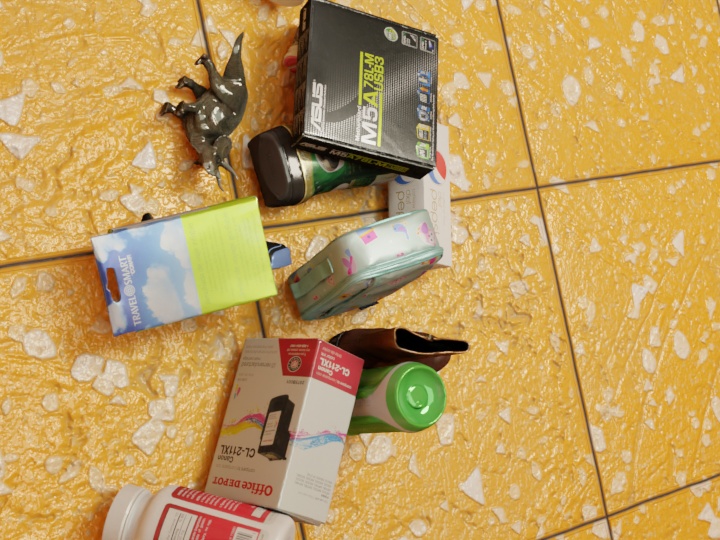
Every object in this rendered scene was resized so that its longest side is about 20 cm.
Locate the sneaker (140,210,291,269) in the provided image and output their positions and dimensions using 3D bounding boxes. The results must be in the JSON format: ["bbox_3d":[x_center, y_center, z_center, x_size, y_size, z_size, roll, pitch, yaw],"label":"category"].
[{"bbox_3d":[-0.177,-0.035,1.303,0.198,0.070,0.079,-2,90,-28],"label":"sneaker"}]

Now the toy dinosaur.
[{"bbox_3d":[-0.186,-0.206,1.339,0.102,0.077,0.202,35,61,-32],"label":"toy dinosaur"}]

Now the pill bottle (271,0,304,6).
[{"bbox_3d":[-0.075,-0.458,1.411,0.112,0.112,0.202,31,69,-21],"label":"pill bottle"}]

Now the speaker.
[{"bbox_3d":[0.024,0.161,1.307,0.088,0.199,0.090,5,79,-28],"label":"speaker"}]

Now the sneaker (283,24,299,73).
[{"bbox_3d":[-0.006,-0.296,1.442,0.198,0.074,0.089,13,82,-22],"label":"sneaker"}]

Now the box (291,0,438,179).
[{"bbox_3d":[0.009,-0.235,1.366,0.191,0.047,0.202,13,69,-26],"label":"box"}]

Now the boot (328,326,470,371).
[{"bbox_3d":[0.078,0.095,1.349,0.186,0.199,0.069,15,74,-26],"label":"boot"}]

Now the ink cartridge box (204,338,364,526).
[{"bbox_3d":[-0.091,0.189,1.261,0.082,0.145,0.202,29,67,-40],"label":"ink cartridge box"}]

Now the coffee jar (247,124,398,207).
[{"bbox_3d":[-0.047,-0.149,1.387,0.198,0.085,0.105,-16,88,-31],"label":"coffee jar"}]

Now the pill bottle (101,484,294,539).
[{"bbox_3d":[-0.181,0.306,1.178,0.198,0.112,0.113,13,72,9],"label":"pill bottle"}]

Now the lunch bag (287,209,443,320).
[{"bbox_3d":[0.000,0.000,1.327,0.159,0.200,0.078,-20,80,-31],"label":"lunch bag"}]

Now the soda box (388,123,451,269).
[{"bbox_3d":[0.081,-0.104,1.453,0.068,0.063,0.203,11,74,-51],"label":"soda box"}]

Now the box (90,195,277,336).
[{"bbox_3d":[-0.206,-0.006,1.234,0.198,0.048,0.123,-15,97,-18],"label":"box"}]
